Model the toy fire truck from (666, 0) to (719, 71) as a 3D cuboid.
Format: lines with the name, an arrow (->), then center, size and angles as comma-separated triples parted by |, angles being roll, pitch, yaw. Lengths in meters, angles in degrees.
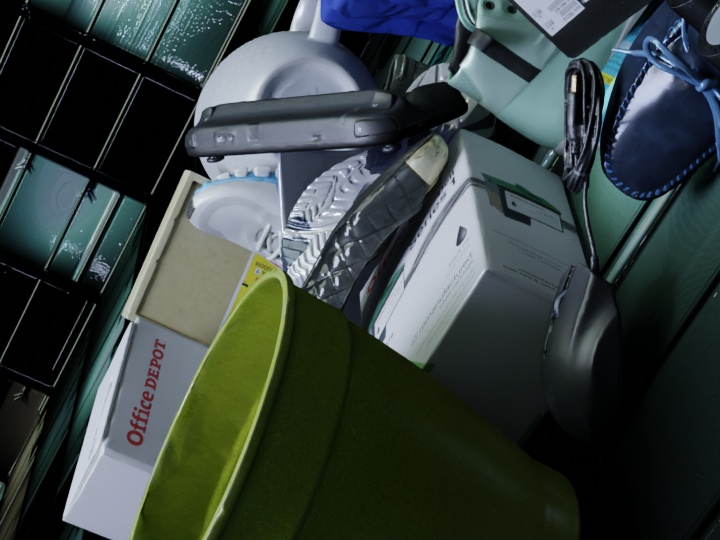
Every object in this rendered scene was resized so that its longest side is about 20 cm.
toy fire truck -> 0.226, -0.148, 0.652 | 0.200, 0.128, 0.176 | -48, 19, 19

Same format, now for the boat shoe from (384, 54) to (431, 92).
boat shoe -> 0.014, -0.098, 1.420 | 0.202, 0.064, 0.075 | -57, 16, 31

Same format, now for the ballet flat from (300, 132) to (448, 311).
ballet flat -> 0.000, 0.000, 1.029 | 0.201, 0.057, 0.066 | -56, -3, 12

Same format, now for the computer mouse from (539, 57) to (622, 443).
computer mouse -> 0.111, -0.011, 0.840 | 0.059, 0.034, 0.202 | 144, 126, -79

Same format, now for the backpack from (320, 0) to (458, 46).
backpack -> 0.067, -0.255, 1.199 | 0.168, 0.199, 0.164 | 131, 137, -60

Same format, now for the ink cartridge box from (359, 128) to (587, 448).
ink cartridge box -> 0.067, 0.024, 0.986 | 0.147, 0.084, 0.200 | -59, 15, 23

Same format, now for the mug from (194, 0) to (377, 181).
mug -> -0.047, -0.144, 1.289 | 0.175, 0.147, 0.201 | -171, 95, -79

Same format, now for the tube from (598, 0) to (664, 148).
tube -> 0.191, -0.154, 0.914 | 0.201, 0.050, 0.077 | -58, 14, 5

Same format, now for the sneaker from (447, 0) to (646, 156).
sneaker -> 0.129, -0.188, 1.039 | 0.201, 0.118, 0.074 | -66, 12, -7

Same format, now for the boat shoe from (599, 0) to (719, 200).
boat shoe -> 0.181, -0.121, 0.806 | 0.201, 0.084, 0.069 | -63, 3, 22

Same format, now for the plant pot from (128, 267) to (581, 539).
plant pot -> 0.002, 0.130, 0.825 | 0.201, 0.192, 0.201 | -59, 15, 26

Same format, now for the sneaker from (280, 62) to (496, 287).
sneaker -> 0.033, -0.037, 1.143 | 0.079, 0.130, 0.200 | 22, 65, 34

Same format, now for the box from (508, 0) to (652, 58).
box -> 0.166, -0.222, 0.879 | 0.164, 0.086, 0.200 | -49, 4, -13

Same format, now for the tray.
tray -> -0.024, 0.015, 1.151 | 0.022, 0.107, 0.202 | -2, 91, 38

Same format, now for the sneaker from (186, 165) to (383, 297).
sneaker -> -0.034, -0.017, 1.209 | 0.075, 0.199, 0.087 | 119, 159, -54

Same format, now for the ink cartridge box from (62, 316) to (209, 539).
ink cartridge box -> -0.100, 0.141, 1.166 | 0.083, 0.199, 0.147 | -56, 16, 34

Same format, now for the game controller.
game controller -> -0.025, -0.099, 1.084 | 0.199, 0.104, 0.042 | 1, 99, 42

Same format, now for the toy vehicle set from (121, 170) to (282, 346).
toy vehicle set -> -0.073, 0.020, 1.269 | 0.125, 0.199, 0.026 | -65, 15, -4
